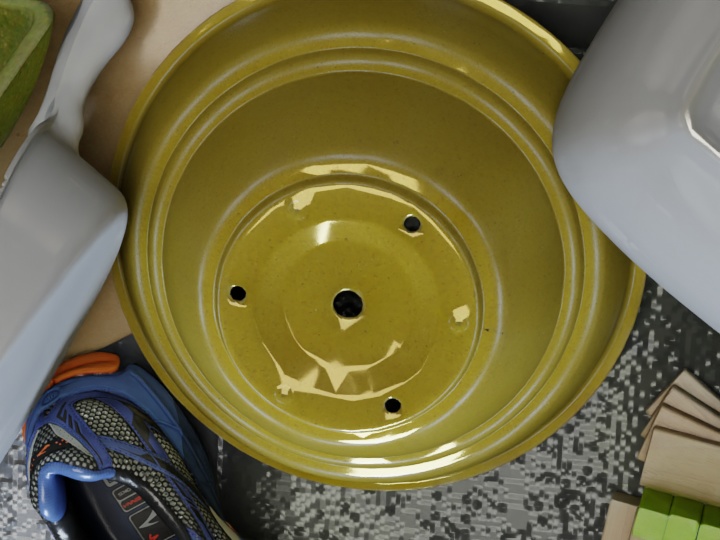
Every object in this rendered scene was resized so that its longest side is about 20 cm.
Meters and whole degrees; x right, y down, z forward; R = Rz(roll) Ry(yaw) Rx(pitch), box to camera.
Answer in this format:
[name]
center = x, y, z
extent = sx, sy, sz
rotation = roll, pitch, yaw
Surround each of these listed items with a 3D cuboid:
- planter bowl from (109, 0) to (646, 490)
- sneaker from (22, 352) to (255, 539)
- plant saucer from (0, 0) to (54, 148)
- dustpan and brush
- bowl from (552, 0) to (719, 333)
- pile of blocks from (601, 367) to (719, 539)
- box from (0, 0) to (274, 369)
[planter bowl]
center = 0.000, 0.000, 0.935
extent = 0.200, 0.083, 0.201
rotation = 2, 108, 7
[sneaker]
center = -0.062, 0.126, 0.993
extent = 0.075, 0.078, 0.200
rotation = -39, 100, 18
[plant saucer]
center = -0.222, -0.021, 0.940
extent = 0.199, 0.200, 0.048
rotation = 13, 149, 31
[dustpan and brush]
center = -0.111, -0.021, 0.931
extent = 0.057, 0.140, 0.200
rotation = 30, 74, 3
[bowl]
center = 0.184, -0.058, 0.883
extent = 0.199, 0.075, 0.200
rotation = 36, 88, 3
[pile of blocks]
center = 0.149, 0.062, 0.951
extent = 0.082, 0.062, 0.200
rotation = 38, 106, 1
[box]
center = -0.069, -0.073, 0.982
extent = 0.200, 0.021, 0.164
rotation = -26, 97, 14
